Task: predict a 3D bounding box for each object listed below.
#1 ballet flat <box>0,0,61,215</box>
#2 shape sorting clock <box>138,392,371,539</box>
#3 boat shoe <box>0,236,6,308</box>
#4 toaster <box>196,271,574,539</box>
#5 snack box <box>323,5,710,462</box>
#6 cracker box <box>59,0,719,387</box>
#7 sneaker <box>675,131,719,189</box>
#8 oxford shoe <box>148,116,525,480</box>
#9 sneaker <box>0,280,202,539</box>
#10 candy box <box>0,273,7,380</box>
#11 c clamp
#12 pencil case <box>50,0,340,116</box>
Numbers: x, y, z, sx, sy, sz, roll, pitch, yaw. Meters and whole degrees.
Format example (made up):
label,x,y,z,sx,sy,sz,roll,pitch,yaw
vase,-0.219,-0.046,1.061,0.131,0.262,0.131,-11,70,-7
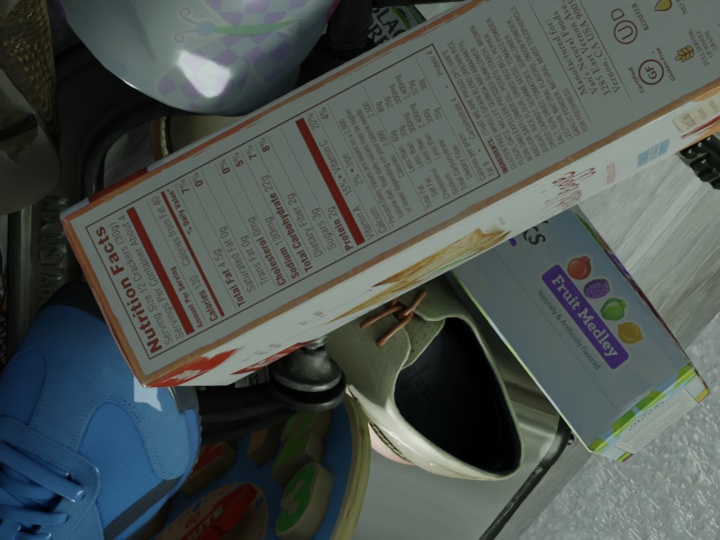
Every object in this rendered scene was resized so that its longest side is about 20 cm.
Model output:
label,x,y,z,sx,sy,sz,roll,pitch,yaw
ballet flat,-0.104,-0.077,0.596,0.067,0.047,0.200,-11,155,-7
shape sorting clock,-0.069,0.121,0.854,0.200,0.039,0.200,-43,-162,17
boat shoe,-0.143,0.006,0.691,0.069,0.057,0.200,-46,168,2
toaster,-0.004,0.061,1.038,0.181,0.118,0.200,-53,-150,32
snack box,0.052,-0.022,0.901,0.053,0.200,0.142,-38,168,4
cracker box,0.024,-0.033,0.689,0.199,0.058,0.134,-27,175,5
sneaker,0.106,-0.093,0.876,0.078,0.090,0.200,-30,148,34
oxford shoe,0.000,0.000,0.863,0.071,0.200,0.074,-48,-150,-12
sneaker,-0.108,0.083,0.778,0.078,0.066,0.200,-49,172,-38
candy box,-0.150,0.068,0.874,0.200,0.056,0.117,-39,165,-33
c clamp,-0.035,-0.013,0.786,0.170,0.027,0.201,2,127,-17
pencil case,-0.007,-0.132,0.620,0.091,0.083,0.200,-7,142,-50
